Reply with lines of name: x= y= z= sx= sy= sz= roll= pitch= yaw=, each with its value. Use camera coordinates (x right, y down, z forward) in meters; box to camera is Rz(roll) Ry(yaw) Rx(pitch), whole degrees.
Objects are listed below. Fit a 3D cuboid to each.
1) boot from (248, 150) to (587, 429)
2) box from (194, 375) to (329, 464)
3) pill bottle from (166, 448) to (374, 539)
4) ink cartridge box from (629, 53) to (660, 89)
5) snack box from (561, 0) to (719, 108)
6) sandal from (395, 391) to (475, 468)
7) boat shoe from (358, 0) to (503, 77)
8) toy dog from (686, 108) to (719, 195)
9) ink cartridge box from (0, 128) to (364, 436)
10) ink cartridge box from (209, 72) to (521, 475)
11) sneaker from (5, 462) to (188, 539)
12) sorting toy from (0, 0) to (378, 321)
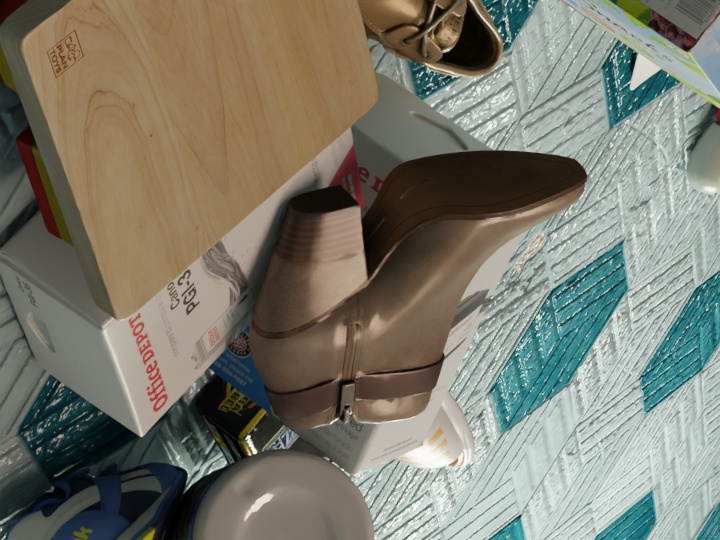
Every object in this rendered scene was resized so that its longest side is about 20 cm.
boot: x=0.032 y=0.015 z=1.595 sx=0.200 sy=0.070 sz=0.146 roll=-8 pitch=121 yaw=-12
box: x=-0.018 y=0.058 z=1.890 sx=0.200 sy=0.049 sz=0.160 roll=-49 pitch=156 yaw=-13
pill bottle: x=-0.066 y=0.177 z=1.772 sx=0.114 sy=0.114 sz=0.200 roll=-48 pitch=-176 yaw=-15
ink cartridge box: x=0.274 y=-0.214 z=2.061 sx=0.117 sy=0.067 sz=0.200 roll=-37 pitch=153 yaw=-37
snack box: x=0.155 y=-0.186 z=1.682 sx=0.068 sy=0.200 sz=0.169 roll=-55 pitch=159 yaw=1
sandal: x=0.018 y=0.082 z=1.845 sx=0.059 sy=0.079 sz=0.207 roll=-46 pitch=149 yaw=-15
boat shoe: x=0.035 y=-0.160 z=1.656 sx=0.071 sy=0.064 sz=0.200 roll=-57 pitch=158 yaw=7
toy dog: x=0.349 y=-0.142 z=2.278 sx=0.132 sy=0.096 sz=0.200 roll=-36 pitch=152 yaw=-38
ink cartridge box: x=-0.097 y=-0.024 z=1.563 sx=0.200 sy=0.083 sz=0.147 roll=-47 pitch=157 yaw=-18
ink cartridge box: x=0.000 y=0.000 z=1.711 sx=0.084 sy=0.145 sz=0.200 roll=-19 pitch=139 yaw=-54
sneaker: x=-0.160 y=0.154 z=1.721 sx=0.200 sy=0.082 sz=0.074 roll=-42 pitch=151 yaw=-79
sorting toy: x=-0.097 y=-0.113 z=1.414 sx=0.199 sy=0.070 sz=0.200 roll=-42 pitch=142 yaw=-24
